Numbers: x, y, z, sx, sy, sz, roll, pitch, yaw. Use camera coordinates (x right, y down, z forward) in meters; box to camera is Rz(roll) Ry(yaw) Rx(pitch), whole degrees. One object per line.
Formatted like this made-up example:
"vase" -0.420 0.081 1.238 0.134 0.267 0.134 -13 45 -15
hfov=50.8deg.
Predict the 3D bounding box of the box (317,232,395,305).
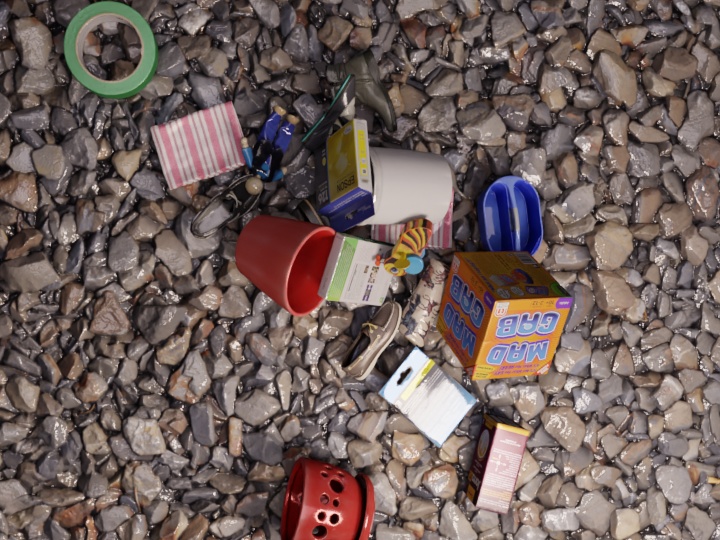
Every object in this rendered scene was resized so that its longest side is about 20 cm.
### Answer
"box" 0.000 0.000 1.706 0.198 0.036 0.147 9 103 -49

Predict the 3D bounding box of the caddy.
"caddy" 0.352 -0.119 1.783 0.138 0.105 0.205 -8 93 -6

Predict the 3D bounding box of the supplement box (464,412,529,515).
"supplement box" 0.320 0.455 1.795 0.084 0.110 0.205 15 90 -7

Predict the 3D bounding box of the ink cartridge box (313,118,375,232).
"ink cartridge box" -0.040 -0.195 1.635 0.046 0.197 0.205 4 76 -30

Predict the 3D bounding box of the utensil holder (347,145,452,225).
"utensil holder" 0.080 -0.182 1.669 0.196 0.169 0.174 1 92 -26

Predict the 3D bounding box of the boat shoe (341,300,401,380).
"boat shoe" 0.025 0.156 1.760 0.059 0.072 0.202 30 92 -38

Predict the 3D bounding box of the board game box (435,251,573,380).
"board game box" 0.311 0.095 1.684 0.195 0.201 0.204 -1 121 -22

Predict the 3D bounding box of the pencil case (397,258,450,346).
"pencil case" 0.155 0.077 1.774 0.077 0.089 0.203 28 91 35

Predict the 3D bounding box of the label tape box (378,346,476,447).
"label tape box" 0.153 0.293 1.791 0.199 0.063 0.145 42 87 -7

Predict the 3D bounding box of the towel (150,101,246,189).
"towel" -0.361 -0.283 1.712 0.196 0.030 0.149 -19 93 -7

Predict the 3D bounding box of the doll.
"doll" -0.212 -0.266 1.711 0.135 0.048 0.204 27 80 -36

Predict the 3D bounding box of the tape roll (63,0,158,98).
"tape roll" -0.550 -0.487 1.678 0.195 0.048 0.206 0 92 -7

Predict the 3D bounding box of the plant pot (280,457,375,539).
"plant pot" -0.073 0.539 1.705 0.179 0.200 0.205 16 90 -15

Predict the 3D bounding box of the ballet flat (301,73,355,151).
"ballet flat" -0.055 -0.348 1.721 0.073 0.073 0.201 37 111 -7

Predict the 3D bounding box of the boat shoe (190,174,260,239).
"boat shoe" -0.303 -0.146 1.716 0.198 0.060 0.074 -37 94 -5

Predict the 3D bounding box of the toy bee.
"toy bee" 0.088 -0.026 1.669 0.106 0.131 0.204 12 107 -1

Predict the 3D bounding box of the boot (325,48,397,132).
"boot" 0.001 -0.398 1.759 0.128 0.068 0.204 -22 95 6

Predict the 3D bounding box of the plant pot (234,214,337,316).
"plant pot" -0.167 -0.026 1.661 0.175 0.200 0.204 23 88 28

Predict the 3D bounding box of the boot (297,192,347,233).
"boot" -0.035 -0.110 1.750 0.137 0.077 0.202 -37 97 -10

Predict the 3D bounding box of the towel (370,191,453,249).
"towel" 0.123 -0.127 1.791 0.195 0.030 0.150 2 91 -8
